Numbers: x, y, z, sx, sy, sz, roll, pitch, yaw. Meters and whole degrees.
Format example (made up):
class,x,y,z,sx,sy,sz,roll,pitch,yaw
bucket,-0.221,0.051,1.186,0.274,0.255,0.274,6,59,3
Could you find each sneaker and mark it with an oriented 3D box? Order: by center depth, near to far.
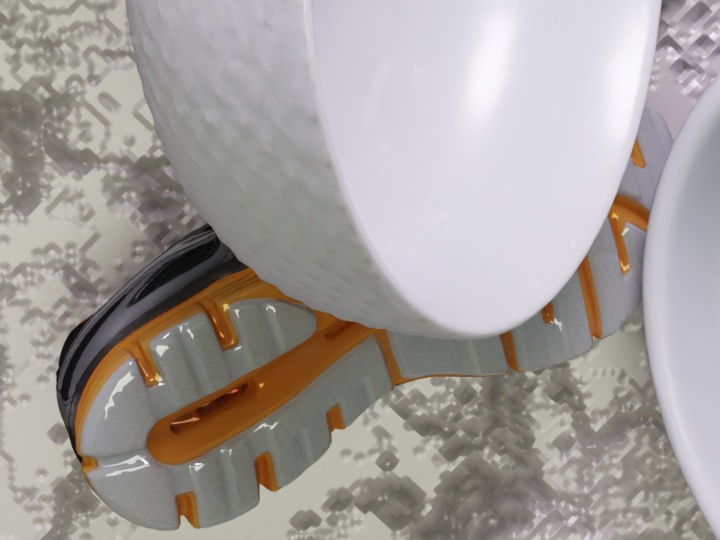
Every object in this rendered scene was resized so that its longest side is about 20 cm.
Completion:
class,x,y,z,sx,sy,sz,roll,pitch,yaw
sneaker,0.000,0.000,0.806,0.200,0.077,0.078,-24,111,-17

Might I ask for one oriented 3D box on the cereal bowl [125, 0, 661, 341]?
class,x,y,z,sx,sy,sz,roll,pitch,yaw
cereal bowl,0.001,-0.084,0.696,0.083,0.200,0.200,5,107,29

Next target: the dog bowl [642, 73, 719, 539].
class,x,y,z,sx,sy,sz,roll,pitch,yaw
dog bowl,0.174,0.018,0.758,0.079,0.200,0.200,-21,110,-39
